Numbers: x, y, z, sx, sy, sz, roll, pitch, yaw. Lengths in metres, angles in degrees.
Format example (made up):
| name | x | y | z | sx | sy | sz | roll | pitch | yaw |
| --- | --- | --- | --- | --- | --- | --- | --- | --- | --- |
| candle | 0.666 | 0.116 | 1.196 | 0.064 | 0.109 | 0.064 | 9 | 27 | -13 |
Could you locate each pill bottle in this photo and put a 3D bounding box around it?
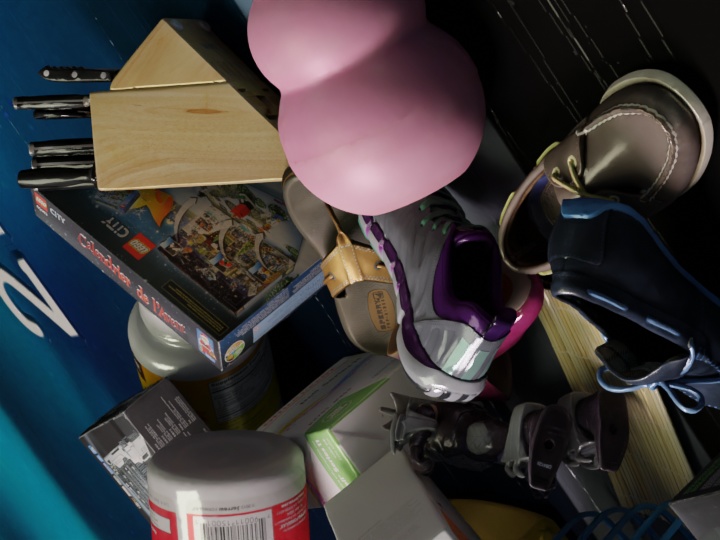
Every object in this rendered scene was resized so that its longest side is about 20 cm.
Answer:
| name | x | y | z | sx | sy | sz | roll | pitch | yaw |
| --- | --- | --- | --- | --- | --- | --- | --- | --- | --- |
| pill bottle | -0.125 | 0.074 | 1.803 | 0.109 | 0.109 | 0.200 | 34 | 151 | 31 |
| pill bottle | -0.089 | 0.223 | 1.591 | 0.112 | 0.112 | 0.200 | 16 | 114 | 51 |

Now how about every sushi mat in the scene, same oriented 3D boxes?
| name | x | y | z | sx | sy | sz | roll | pitch | yaw |
| --- | --- | --- | --- | --- | --- | --- | --- | --- | --- |
| sushi mat | 0.170 | 0.091 | 1.446 | 0.096 | 0.012 | 0.200 | 15 | 138 | 51 |

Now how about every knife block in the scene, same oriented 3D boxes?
| name | x | y | z | sx | sy | sz | roll | pitch | yaw |
| --- | --- | --- | --- | --- | --- | --- | --- | --- | --- |
| knife block | -0.142 | -0.079 | 1.546 | 0.200 | 0.176 | 0.064 | 44 | -161 | 12 |

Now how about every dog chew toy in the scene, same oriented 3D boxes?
| name | x | y | z | sx | sy | sz | roll | pitch | yaw |
| --- | --- | --- | --- | --- | --- | --- | --- | --- | --- |
| dog chew toy | -0.009 | -0.135 | 1.308 | 0.124 | 0.124 | 0.200 | -7 | 113 | 61 |

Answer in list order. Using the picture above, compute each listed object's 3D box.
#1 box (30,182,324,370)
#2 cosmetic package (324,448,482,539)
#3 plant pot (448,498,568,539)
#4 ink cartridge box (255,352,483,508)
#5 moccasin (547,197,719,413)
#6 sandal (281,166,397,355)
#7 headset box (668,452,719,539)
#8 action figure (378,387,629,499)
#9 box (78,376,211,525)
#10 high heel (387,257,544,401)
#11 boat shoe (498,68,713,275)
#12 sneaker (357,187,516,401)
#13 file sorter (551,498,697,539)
| name | x | y | z | sx | sy | sz | roll | pitch | yaw |
| --- | --- | --- | --- | --- | --- | --- | --- | --- | --- |
| box | -0.120 | -0.035 | 1.607 | 0.200 | 0.137 | 0.038 | 38 | 153 | 25 |
| cosmetic package | 0.044 | 0.194 | 1.456 | 0.101 | 0.071 | 0.200 | 50 | -179 | -14 |
| plant pot | 0.091 | 0.288 | 1.661 | 0.200 | 0.200 | 0.176 | 53 | 145 | -7 |
| ink cartridge box | -0.009 | 0.116 | 1.655 | 0.067 | 0.117 | 0.200 | 55 | 155 | -8 |
| moccasin | 0.155 | 0.034 | 1.256 | 0.080 | 0.068 | 0.200 | -2 | 149 | 43 |
| sandal | 0.000 | 0.000 | 1.510 | 0.082 | 0.055 | 0.200 | -6 | 137 | 8 |
| headset box | 0.290 | 0.157 | 1.239 | 0.174 | 0.093 | 0.200 | 51 | 156 | -2 |
| action figure | 0.089 | 0.114 | 1.475 | 0.200 | 0.130 | 0.069 | -13 | 73 | 62 |
| box | -0.126 | 0.184 | 1.764 | 0.200 | 0.050 | 0.158 | 52 | 158 | -4 |
| high heel | 0.097 | 0.043 | 1.457 | 0.096 | 0.068 | 0.200 | 24 | 164 | -16 |
| boat shoe | 0.133 | -0.049 | 1.252 | 0.072 | 0.060 | 0.200 | 49 | 156 | 2 |
| sneaker | 0.055 | -0.021 | 1.371 | 0.088 | 0.074 | 0.200 | -54 | 42 | 42 |
| file sorter | 0.191 | 0.229 | 1.446 | 0.139 | 0.123 | 0.200 | 45 | 161 | -7 |
